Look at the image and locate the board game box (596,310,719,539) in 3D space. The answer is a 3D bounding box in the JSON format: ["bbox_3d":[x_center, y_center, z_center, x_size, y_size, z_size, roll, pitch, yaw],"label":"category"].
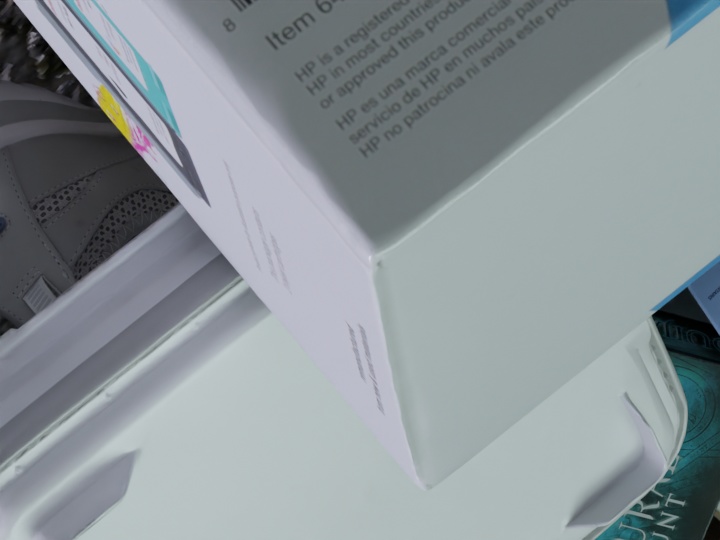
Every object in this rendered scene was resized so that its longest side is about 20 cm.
[{"bbox_3d":[0.046,0.095,0.912,0.028,0.135,0.201,-87,-167,-60],"label":"board game box"}]

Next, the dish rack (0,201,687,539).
[{"bbox_3d":[-0.005,0.050,0.655,0.200,0.044,0.172,-39,131,-11],"label":"dish rack"}]

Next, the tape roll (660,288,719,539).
[{"bbox_3d":[0.094,0.087,1.002,0.203,0.202,0.139,-52,-163,26],"label":"tape roll"}]

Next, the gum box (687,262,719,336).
[{"bbox_3d":[0.181,0.033,0.880,0.045,0.200,0.170,-45,133,17],"label":"gum box"}]

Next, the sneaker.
[{"bbox_3d":[-0.057,-0.006,0.780,0.200,0.082,0.075,-8,142,-55],"label":"sneaker"}]

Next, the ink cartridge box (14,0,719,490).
[{"bbox_3d":[0.003,-0.089,0.556,0.146,0.200,0.146,-37,160,-9],"label":"ink cartridge box"}]
